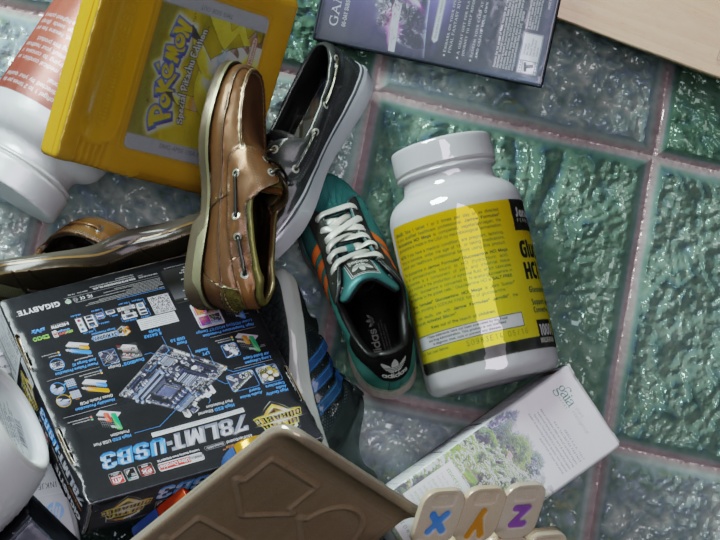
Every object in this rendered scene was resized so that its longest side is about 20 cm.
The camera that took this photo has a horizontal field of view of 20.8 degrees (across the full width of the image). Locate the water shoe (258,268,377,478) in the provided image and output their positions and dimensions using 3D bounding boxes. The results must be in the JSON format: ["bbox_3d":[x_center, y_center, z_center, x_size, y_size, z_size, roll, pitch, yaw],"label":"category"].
[{"bbox_3d":[-0.041,0.098,1.598,0.078,0.071,0.202,1,72,-41],"label":"water shoe"}]

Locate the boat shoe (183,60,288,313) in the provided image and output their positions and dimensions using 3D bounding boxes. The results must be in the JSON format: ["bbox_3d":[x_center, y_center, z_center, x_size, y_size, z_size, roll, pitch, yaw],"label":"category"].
[{"bbox_3d":[-0.087,-0.066,1.541,0.067,0.072,0.202,1,83,25],"label":"boat shoe"}]

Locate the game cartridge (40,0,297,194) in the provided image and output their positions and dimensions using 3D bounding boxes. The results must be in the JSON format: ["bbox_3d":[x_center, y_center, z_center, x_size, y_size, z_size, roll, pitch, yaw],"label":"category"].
[{"bbox_3d":[-0.147,-0.156,1.548,0.199,0.032,0.178,11,96,-49],"label":"game cartridge"}]

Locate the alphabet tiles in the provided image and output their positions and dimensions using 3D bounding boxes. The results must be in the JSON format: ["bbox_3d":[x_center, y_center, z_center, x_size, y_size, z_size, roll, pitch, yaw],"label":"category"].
[{"bbox_3d":[0.071,0.251,1.540,0.199,0.015,0.197,-1,117,-34],"label":"alphabet tiles"}]

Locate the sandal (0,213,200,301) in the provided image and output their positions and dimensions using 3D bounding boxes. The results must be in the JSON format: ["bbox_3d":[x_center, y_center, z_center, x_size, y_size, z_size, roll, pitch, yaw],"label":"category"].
[{"bbox_3d":[-0.210,-0.018,1.580,0.198,0.082,0.055,-17,65,-11],"label":"sandal"}]

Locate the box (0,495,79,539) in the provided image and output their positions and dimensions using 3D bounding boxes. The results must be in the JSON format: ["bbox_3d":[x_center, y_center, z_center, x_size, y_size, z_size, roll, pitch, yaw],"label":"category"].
[{"bbox_3d":[-0.249,0.313,1.478,0.197,0.124,0.200,-44,99,-4],"label":"box"}]

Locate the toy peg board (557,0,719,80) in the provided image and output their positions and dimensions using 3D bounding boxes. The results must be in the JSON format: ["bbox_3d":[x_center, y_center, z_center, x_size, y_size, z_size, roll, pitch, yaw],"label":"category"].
[{"bbox_3d":[0.263,-0.286,1.685,0.198,0.098,0.201,20,95,-3],"label":"toy peg board"}]

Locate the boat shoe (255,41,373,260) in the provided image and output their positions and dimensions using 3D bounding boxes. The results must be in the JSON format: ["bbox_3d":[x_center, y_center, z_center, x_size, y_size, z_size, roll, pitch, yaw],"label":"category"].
[{"bbox_3d":[-0.059,-0.096,1.608,0.057,0.068,0.201,41,68,-36],"label":"boat shoe"}]

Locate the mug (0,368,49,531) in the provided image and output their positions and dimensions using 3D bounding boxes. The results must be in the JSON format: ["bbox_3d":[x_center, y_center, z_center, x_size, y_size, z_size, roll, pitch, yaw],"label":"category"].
[{"bbox_3d":[-0.332,0.131,1.460,0.174,0.148,0.201,-28,43,7],"label":"mug"}]

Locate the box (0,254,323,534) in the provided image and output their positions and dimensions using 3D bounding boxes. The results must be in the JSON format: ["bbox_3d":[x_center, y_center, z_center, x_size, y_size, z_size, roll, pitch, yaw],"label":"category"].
[{"bbox_3d":[-0.157,0.088,1.520,0.199,0.050,0.199,-15,58,-25],"label":"box"}]

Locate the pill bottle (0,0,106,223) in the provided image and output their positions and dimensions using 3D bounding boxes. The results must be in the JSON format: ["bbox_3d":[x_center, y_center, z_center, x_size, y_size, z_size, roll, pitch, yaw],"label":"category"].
[{"bbox_3d":[-0.229,-0.144,1.575,0.112,0.112,0.201,32,79,-2],"label":"pill bottle"}]

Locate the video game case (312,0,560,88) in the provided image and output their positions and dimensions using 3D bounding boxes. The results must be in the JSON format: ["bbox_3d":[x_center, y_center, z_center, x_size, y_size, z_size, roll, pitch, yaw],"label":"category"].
[{"bbox_3d":[0.070,-0.243,1.641,0.198,0.019,0.144,13,94,9],"label":"video game case"}]

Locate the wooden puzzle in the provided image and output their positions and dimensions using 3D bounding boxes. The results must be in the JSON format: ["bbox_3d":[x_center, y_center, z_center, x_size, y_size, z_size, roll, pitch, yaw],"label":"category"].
[{"bbox_3d":[-0.079,0.193,1.486,0.199,0.185,0.047,-35,49,15],"label":"wooden puzzle"}]

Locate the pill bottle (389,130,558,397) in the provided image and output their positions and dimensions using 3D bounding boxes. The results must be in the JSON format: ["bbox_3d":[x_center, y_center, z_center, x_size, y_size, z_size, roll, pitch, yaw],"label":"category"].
[{"bbox_3d":[0.087,-0.006,1.598,0.111,0.112,0.202,-12,84,-9],"label":"pill bottle"}]

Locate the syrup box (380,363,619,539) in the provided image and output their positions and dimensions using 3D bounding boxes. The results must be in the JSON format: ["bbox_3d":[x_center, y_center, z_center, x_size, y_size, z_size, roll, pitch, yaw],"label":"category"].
[{"bbox_3d":[0.104,0.165,1.591,0.199,0.081,0.079,-34,89,-11],"label":"syrup box"}]

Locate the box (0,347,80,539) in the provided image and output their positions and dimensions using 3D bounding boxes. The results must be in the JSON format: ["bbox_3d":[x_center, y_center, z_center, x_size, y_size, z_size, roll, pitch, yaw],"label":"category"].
[{"bbox_3d":[-0.312,0.141,1.559,0.154,0.041,0.202,-10,82,-9],"label":"box"}]

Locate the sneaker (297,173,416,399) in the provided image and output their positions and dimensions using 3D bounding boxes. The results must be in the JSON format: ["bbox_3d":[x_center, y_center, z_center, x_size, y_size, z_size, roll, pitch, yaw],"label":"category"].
[{"bbox_3d":[0.000,0.000,1.587,0.071,0.080,0.201,-19,69,-11],"label":"sneaker"}]
